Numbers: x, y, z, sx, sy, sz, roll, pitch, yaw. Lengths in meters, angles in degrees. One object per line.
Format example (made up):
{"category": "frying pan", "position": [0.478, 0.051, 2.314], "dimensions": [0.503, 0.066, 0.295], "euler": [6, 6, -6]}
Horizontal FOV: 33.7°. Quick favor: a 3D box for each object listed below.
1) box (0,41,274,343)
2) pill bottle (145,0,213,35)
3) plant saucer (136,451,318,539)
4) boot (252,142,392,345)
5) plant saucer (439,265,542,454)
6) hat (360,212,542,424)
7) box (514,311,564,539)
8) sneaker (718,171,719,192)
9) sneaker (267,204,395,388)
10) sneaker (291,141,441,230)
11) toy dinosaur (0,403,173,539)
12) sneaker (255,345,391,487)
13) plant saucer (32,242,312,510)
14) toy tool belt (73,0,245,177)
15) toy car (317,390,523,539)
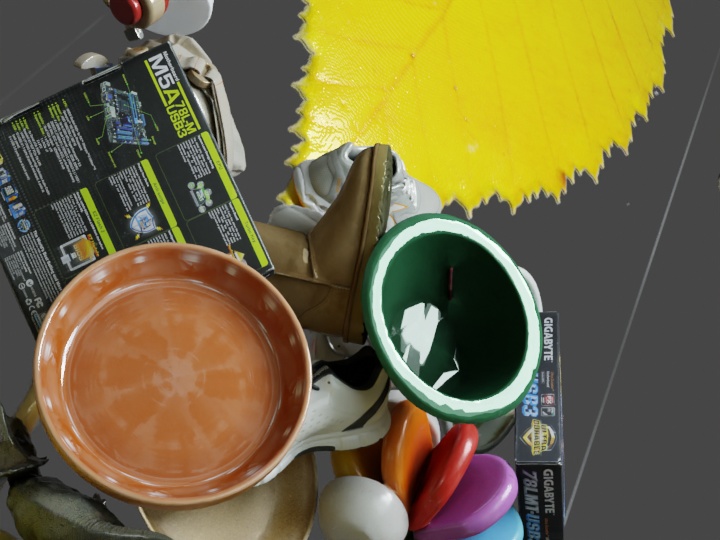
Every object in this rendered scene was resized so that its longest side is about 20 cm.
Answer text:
{"category": "box", "position": [-0.193, -0.048, 0.932], "dimensions": [0.191, 0.048, 0.202], "euler": [-26, 87, -8]}
{"category": "pill bottle", "position": [-0.175, -0.330, 1.146], "dimensions": [0.108, 0.108, 0.202], "euler": [26, 52, -35]}
{"category": "plant saucer", "position": [-0.120, 0.163, 0.989], "dimensions": [0.199, 0.035, 0.203], "euler": [25, 53, -37]}
{"category": "boot", "position": [-0.080, -0.033, 0.985], "dimensions": [0.066, 0.197, 0.178], "euler": [-18, 119, -84]}
{"category": "plant saucer", "position": [0.123, 0.090, 1.239], "dimensions": [0.199, 0.050, 0.203], "euler": [-23, 119, -50]}
{"category": "hat", "position": [0.048, 0.070, 1.028], "dimensions": [0.165, 0.176, 0.201], "euler": [-34, 91, -31]}
{"category": "box", "position": [0.178, 0.180, 1.178], "dimensions": [0.201, 0.049, 0.200], "euler": [-81, 165, -49]}
{"category": "sneaker", "position": [0.645, -0.069, 1.894], "dimensions": [0.199, 0.079, 0.131], "euler": [41, 46, -23]}
{"category": "sneaker", "position": [-0.020, 0.031, 1.048], "dimensions": [0.200, 0.078, 0.099], "euler": [47, 74, -12]}
{"category": "sneaker", "position": [0.028, -0.084, 1.239], "dimensions": [0.198, 0.092, 0.077], "euler": [8, 63, -45]}
{"category": "toy dinosaur", "position": [-0.204, 0.177, 0.824], "dimensions": [0.077, 0.199, 0.102], "euler": [-54, 137, -10]}
{"category": "sneaker", "position": [-0.059, 0.112, 0.959], "dimensions": [0.198, 0.081, 0.074], "euler": [-16, 41, -34]}
{"category": "plant saucer", "position": [-0.134, 0.075, 0.856], "dimensions": [0.197, 0.032, 0.203], "euler": [7, 61, -12]}
{"category": "toy tool belt", "position": [-0.184, -0.144, 1.018], "dimensions": [0.123, 0.124, 0.202], "euler": [-46, 123, -42]}
{"category": "toy car", "position": [0.068, 0.201, 1.067], "dimensions": [0.201, 0.149, 0.176], "euler": [51, 35, -18]}
